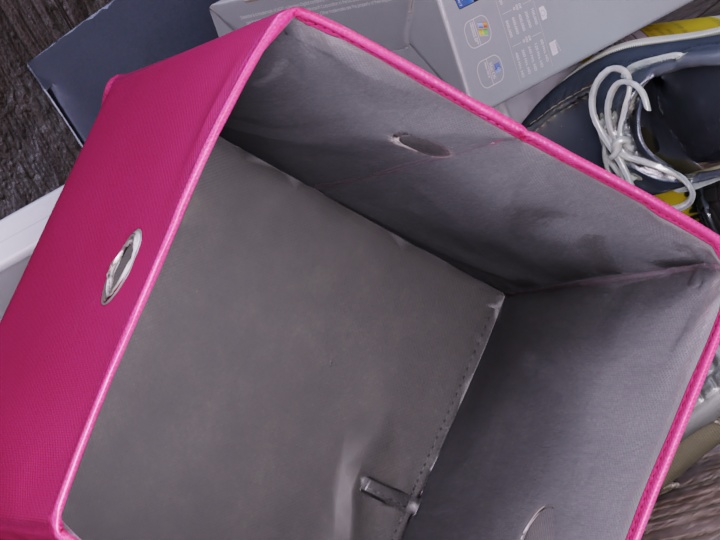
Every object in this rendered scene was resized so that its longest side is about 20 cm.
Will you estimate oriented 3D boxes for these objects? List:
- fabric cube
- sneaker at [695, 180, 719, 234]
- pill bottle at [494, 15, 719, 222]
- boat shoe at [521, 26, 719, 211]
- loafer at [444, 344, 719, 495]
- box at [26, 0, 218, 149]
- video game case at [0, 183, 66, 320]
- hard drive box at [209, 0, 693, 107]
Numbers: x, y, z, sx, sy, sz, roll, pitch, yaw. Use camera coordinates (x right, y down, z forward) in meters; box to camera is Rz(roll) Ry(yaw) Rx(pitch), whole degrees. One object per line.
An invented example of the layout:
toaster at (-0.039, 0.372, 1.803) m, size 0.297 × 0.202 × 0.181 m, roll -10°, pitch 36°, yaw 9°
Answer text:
fabric cube at (-0.019, 0.043, 1.019) m, size 0.197 × 0.200 × 0.199 m, roll -66°, pitch 19°, yaw -12°
sneaker at (0.233, -0.031, 1.297) m, size 0.078 × 0.076 × 0.200 m, roll -20°, pitch 7°, yaw -38°
pill bottle at (0.133, -0.067, 1.425) m, size 0.199 × 0.112 × 0.111 m, roll -8°, pitch 4°, yaw -14°
boat shoe at (0.142, -0.066, 1.284) m, size 0.200 × 0.075 × 0.062 m, roll -12°, pitch 15°, yaw 38°
loafer at (0.096, 0.077, 1.142) m, size 0.200 × 0.075 × 0.070 m, roll -32°, pitch -36°, yaw 27°
box at (-0.066, -0.045, 1.607) m, size 0.117 × 0.197 × 0.200 m, roll -36°, pitch -22°, yaw 2°
video game case at (-0.110, -0.011, 1.301) m, size 0.200 × 0.024 × 0.182 m, roll -29°, pitch -14°, yaw -5°
hard drive box at (0.055, -0.135, 1.360) m, size 0.200 × 0.077 × 0.156 m, roll -30°, pitch 16°, yaw -38°
